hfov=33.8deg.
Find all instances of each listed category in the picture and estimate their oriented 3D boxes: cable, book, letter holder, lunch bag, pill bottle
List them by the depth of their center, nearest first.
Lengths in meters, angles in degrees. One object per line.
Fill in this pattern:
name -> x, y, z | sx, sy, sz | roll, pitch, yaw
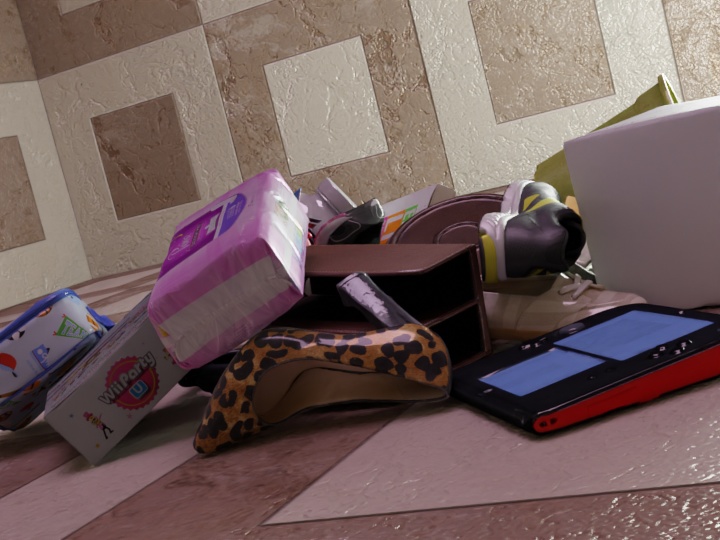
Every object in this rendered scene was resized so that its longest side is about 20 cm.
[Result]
letter holder -> -0.011, 0.043, 1.035 | 0.199, 0.101, 0.142 | 1, 16, 42
cable -> -0.108, 0.085, 1.220 | 0.199, 0.051, 0.163 | -9, 8, 46
lunch bag -> -0.332, 0.091, 1.233 | 0.160, 0.076, 0.200 | -40, -4, -10
book -> 0.044, -0.021, 1.394 | 0.048, 0.135, 0.200 | 21, -14, -18
pill bottle -> -0.083, -0.013, 1.416 | 0.200, 0.112, 0.112 | -45, 4, 4

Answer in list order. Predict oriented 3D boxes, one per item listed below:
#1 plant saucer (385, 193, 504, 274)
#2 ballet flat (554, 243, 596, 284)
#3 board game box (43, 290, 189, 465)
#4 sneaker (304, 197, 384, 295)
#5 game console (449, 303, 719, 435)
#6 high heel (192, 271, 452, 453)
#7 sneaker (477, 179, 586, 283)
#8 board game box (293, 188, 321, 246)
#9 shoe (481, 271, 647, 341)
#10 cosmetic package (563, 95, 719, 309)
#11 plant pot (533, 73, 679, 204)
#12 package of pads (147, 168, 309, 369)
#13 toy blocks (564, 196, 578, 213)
plant saucer -> 0.104, -0.022, 1.191 | 0.199, 0.032, 0.201 | -12, 34, 9
ballet flat -> 0.245, -0.010, 1.160 | 0.067, 0.064, 0.200 | 22, 27, 30
board game box -> -0.218, 0.091, 1.100 | 0.148, 0.064, 0.200 | -45, 10, -8
sneaker -> 0.000, 0.000, 1.296 | 0.080, 0.087, 0.200 | -29, -20, -22
game console -> 0.164, 0.065, 0.848 | 0.176, 0.031, 0.200 | -16, 5, -13
high heel -> -0.030, 0.100, 0.909 | 0.200, 0.072, 0.143 | -41, 47, -7
sneaker -> 0.163, -0.030, 1.058 | 0.084, 0.075, 0.200 | 3, 20, 19
board game box -> -0.085, 0.002, 1.271 | 0.039, 0.159, 0.200 | 19, -11, -11
shoe -> 0.153, 0.030, 1.035 | 0.199, 0.054, 0.070 | -3, 14, 28
cosmetic package -> 0.318, -0.070, 1.071 | 0.167, 0.168, 0.199 | -9, 9, 42
plant pot -> 0.311, -0.101, 1.392 | 0.183, 0.202, 0.200 | -24, 2, 20
package of pads -> -0.108, -0.006, 1.003 | 0.120, 0.076, 0.200 | -30, 19, 10
toy blocks -> 0.176, -0.024, 1.277 | 0.199, 0.101, 0.137 | 12, 18, 20
